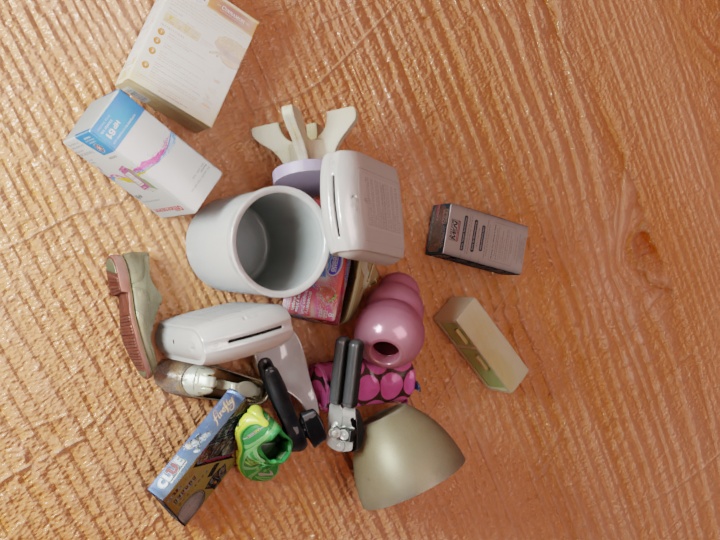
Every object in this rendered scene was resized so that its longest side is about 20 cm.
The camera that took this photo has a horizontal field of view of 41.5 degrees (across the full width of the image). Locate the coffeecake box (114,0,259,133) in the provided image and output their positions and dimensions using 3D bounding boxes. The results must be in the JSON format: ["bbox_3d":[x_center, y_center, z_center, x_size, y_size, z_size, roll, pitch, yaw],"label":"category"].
[{"bbox_3d":[-0.275,-0.347,1.519,0.153,0.073,0.201,29,75,-28],"label":"coffeecake box"}]

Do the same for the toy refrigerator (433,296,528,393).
[{"bbox_3d":[0.232,0.146,1.837,0.070,0.076,0.200,-47,114,-23],"label":"toy refrigerator"}]

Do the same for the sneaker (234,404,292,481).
[{"bbox_3d":[-0.155,0.297,1.546,0.074,0.083,0.200,-48,156,-28],"label":"sneaker"}]

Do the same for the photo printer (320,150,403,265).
[{"bbox_3d":[0.001,-0.097,1.488,0.200,0.069,0.167,8,76,-66],"label":"photo printer"}]

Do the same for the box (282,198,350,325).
[{"bbox_3d":[-0.066,-0.013,1.616,0.095,0.100,0.201,10,83,4],"label":"box"}]

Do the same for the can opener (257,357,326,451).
[{"bbox_3d":[-0.125,0.222,1.569,0.079,0.063,0.200,-36,122,-19],"label":"can opener"}]

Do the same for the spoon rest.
[{"bbox_3d":[-0.120,0.184,1.621,0.099,0.060,0.201,-35,110,-39],"label":"spoon rest"}]

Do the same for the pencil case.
[{"bbox_3d":[0.003,0.201,1.689,0.199,0.091,0.094,-2,101,-30],"label":"pencil case"}]

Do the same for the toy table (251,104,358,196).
[{"bbox_3d":[-0.087,-0.199,1.591,0.183,0.200,0.118,-8,83,1],"label":"toy table"}]

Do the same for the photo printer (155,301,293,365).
[{"bbox_3d":[-0.210,0.096,1.486,0.166,0.200,0.070,-14,97,-32],"label":"photo printer"}]

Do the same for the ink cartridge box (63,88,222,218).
[{"bbox_3d":[-0.329,-0.171,1.442,0.200,0.144,0.085,38,71,-26],"label":"ink cartridge box"}]

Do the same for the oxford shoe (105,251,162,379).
[{"bbox_3d":[-0.337,0.068,1.483,0.074,0.071,0.201,-15,98,-34],"label":"oxford shoe"}]

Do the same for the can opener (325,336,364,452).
[{"bbox_3d":[-0.024,0.210,1.606,0.066,0.052,0.201,-15,111,-61],"label":"can opener"}]

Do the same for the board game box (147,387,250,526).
[{"bbox_3d":[-0.243,0.298,1.515,0.200,0.035,0.136,-51,156,-22],"label":"board game box"}]

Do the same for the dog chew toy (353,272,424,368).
[{"bbox_3d":[0.058,0.078,1.685,0.125,0.124,0.200,46,34,-23],"label":"dog chew toy"}]

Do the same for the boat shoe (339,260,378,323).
[{"bbox_3d":[0.000,0.000,1.692,0.066,0.074,0.201,16,87,-35],"label":"boat shoe"}]

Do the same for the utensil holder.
[{"bbox_3d":[-0.170,-0.044,1.511,0.169,0.200,0.171,-1,91,-32],"label":"utensil holder"}]

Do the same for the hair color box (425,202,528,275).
[{"bbox_3d":[0.227,-0.059,1.842,0.199,0.060,0.100,14,82,-32],"label":"hair color box"}]

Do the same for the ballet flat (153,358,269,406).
[{"bbox_3d":[-0.234,0.182,1.548,0.199,0.067,0.068,13,83,-31],"label":"ballet flat"}]

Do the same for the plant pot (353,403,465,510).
[{"bbox_3d":[0.066,0.314,1.675,0.200,0.200,0.135,-25,88,-30],"label":"plant pot"}]
